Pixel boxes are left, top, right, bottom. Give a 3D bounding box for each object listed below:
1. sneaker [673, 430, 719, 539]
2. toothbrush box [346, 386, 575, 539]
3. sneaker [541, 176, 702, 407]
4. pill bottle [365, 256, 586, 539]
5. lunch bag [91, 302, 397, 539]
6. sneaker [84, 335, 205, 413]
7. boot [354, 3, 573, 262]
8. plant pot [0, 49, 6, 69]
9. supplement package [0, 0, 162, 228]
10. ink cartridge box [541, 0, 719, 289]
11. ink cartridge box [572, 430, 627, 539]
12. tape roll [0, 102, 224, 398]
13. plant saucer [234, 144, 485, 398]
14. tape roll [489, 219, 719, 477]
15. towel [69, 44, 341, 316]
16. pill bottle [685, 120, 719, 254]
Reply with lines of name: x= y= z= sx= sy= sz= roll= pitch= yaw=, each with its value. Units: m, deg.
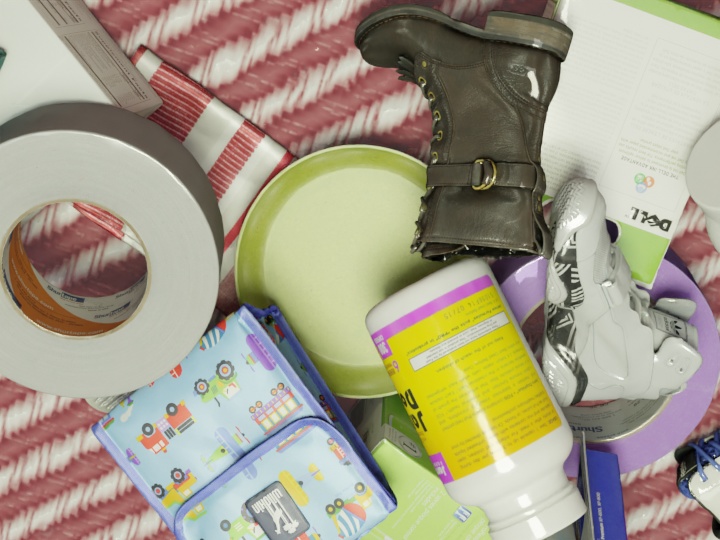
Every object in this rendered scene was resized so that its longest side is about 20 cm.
sneaker: x=0.318 y=0.146 z=1.064 sx=0.113 sy=0.081 sz=0.202 roll=0 pitch=111 yaw=1
toothbrush box: x=0.074 y=0.189 z=1.057 sx=0.199 sy=0.146 sz=0.086 roll=37 pitch=107 yaw=-9
sneaker: x=0.191 y=0.019 z=0.942 sx=0.113 sy=0.076 sz=0.202 roll=2 pitch=129 yaw=7
pill bottle: x=0.089 y=0.099 z=0.952 sx=0.103 sy=0.104 sz=0.202 roll=-28 pitch=84 yaw=12
lunch bag: x=-0.075 y=0.150 z=0.967 sx=0.150 sy=0.094 sz=0.201 roll=-38 pitch=81 yaw=8
sneaker: x=-0.135 y=0.074 z=1.072 sx=0.198 sy=0.082 sz=0.075 roll=10 pitch=120 yaw=-26
boot: x=0.060 y=-0.095 z=0.932 sx=0.198 sy=0.069 sz=0.177 roll=10 pitch=87 yaw=40
plant pot: x=-0.358 y=-0.076 z=0.877 sx=0.140 sy=0.142 sz=0.202 roll=26 pitch=113 yaw=1
supplement package: x=-0.281 y=-0.119 z=0.979 sx=0.199 sy=0.111 sz=0.156 roll=-38 pitch=95 yaw=14
ink cartridge box: x=0.186 y=-0.110 z=0.979 sx=0.146 sy=0.076 sz=0.202 roll=19 pitch=106 yaw=-3
ink cartridge box: x=0.190 y=0.212 z=1.032 sx=0.037 sy=0.096 sz=0.201 roll=-4 pitch=147 yaw=7
tape roll: x=-0.196 y=-0.013 z=0.915 sx=0.197 sy=0.066 sz=0.203 roll=0 pitch=114 yaw=-1
plant saucer: x=0.000 y=0.000 z=1.027 sx=0.197 sy=0.031 sz=0.203 roll=1 pitch=101 yaw=4
tape roll: x=0.185 y=0.063 z=1.051 sx=0.197 sy=0.066 sz=0.203 roll=1 pitch=110 yaw=3
towel: x=-0.133 y=-0.065 z=1.046 sx=0.199 sy=0.023 sz=0.145 roll=36 pitch=106 yaw=-9
pill bottle: x=0.323 y=-0.030 z=0.952 sx=0.109 sy=0.109 sz=0.199 roll=-42 pitch=128 yaw=15
